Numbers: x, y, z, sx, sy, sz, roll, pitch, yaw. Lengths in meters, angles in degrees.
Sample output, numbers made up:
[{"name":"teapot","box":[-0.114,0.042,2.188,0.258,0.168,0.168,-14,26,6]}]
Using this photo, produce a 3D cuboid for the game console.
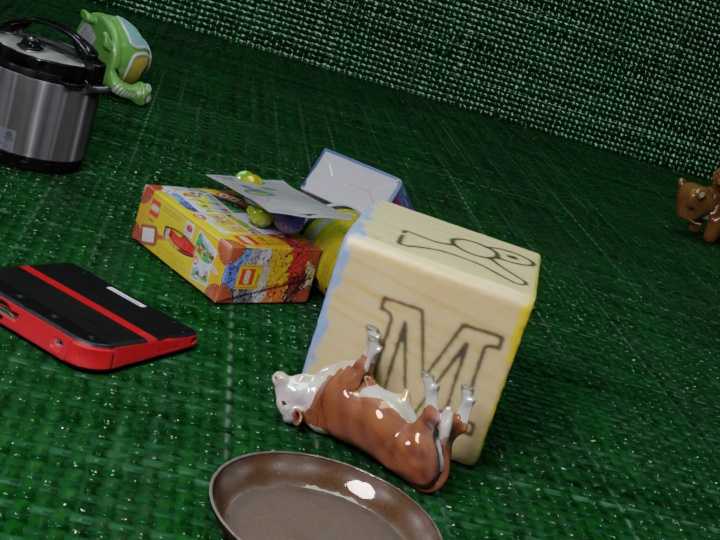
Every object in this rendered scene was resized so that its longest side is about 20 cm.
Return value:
[{"name":"game console","box":[-0.294,0.045,1.256,0.200,0.031,0.177,27,15,24]}]

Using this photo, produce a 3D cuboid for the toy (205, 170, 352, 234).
[{"name":"toy","box":[-0.108,-0.078,1.512,0.115,0.047,0.200,3,18,-31]}]

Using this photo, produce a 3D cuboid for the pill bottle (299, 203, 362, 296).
[{"name":"pill bottle","box":[0.000,0.000,1.530,0.114,0.115,0.200,8,20,-30]}]

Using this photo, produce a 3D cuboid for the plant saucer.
[{"name":"plant saucer","box":[-0.031,0.212,0.988,0.199,0.032,0.200,17,17,-5]}]

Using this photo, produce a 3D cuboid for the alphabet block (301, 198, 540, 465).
[{"name":"alphabet block","box":[0.066,0.058,1.279,0.199,0.197,0.195,20,19,6]}]

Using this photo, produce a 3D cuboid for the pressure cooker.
[{"name":"pressure cooker","box":[-0.458,-0.258,1.724,0.175,0.201,0.179,7,19,-28]}]

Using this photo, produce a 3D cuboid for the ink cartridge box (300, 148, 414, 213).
[{"name":"ink cartridge box","box":[0.010,-0.074,1.727,0.136,0.076,0.200,25,-19,25]}]

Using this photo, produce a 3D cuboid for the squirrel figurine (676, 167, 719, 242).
[{"name":"squirrel figurine","box":[0.794,-0.164,2.670,0.186,0.200,0.142,23,20,-25]}]

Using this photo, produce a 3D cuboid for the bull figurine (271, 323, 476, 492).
[{"name":"bull figurine","box":[0.012,0.129,1.158,0.200,0.122,0.065,30,12,18]}]

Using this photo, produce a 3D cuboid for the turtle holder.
[{"name":"turtle holder","box":[-0.460,-0.406,2.280,0.185,0.141,0.131,30,20,38]}]

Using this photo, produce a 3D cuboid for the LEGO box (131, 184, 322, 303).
[{"name":"LEGO box","box":[-0.171,-0.034,1.526,0.149,0.077,0.200,1,24,-44]}]
